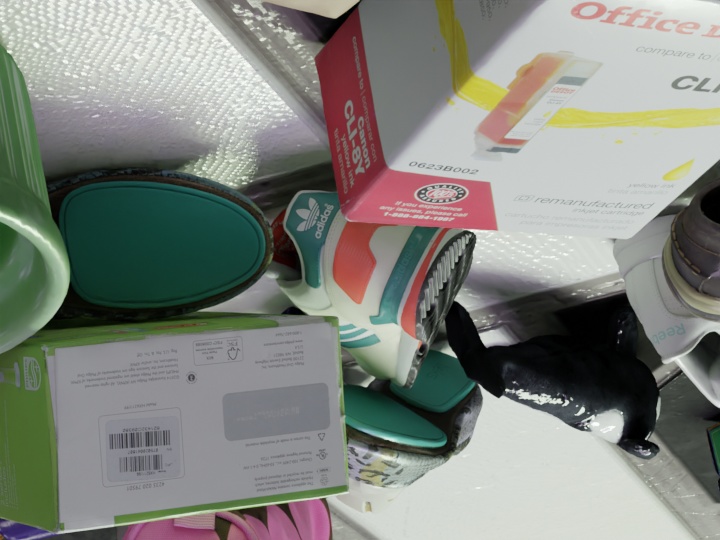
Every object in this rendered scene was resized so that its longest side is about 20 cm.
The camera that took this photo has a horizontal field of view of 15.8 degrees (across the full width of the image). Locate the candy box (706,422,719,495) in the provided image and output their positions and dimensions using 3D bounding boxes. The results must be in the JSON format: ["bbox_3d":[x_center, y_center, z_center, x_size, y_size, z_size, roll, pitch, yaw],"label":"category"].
[{"bbox_3d":[0.339,0.101,1.558,0.169,0.077,0.200,9,150,-36],"label":"candy box"}]

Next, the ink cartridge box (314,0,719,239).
[{"bbox_3d":[0.089,-0.094,1.039,0.145,0.084,0.200,4,153,-25],"label":"ink cartridge box"}]

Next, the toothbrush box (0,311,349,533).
[{"bbox_3d":[-0.115,0.065,1.216,0.145,0.086,0.200,-5,-176,-29],"label":"toothbrush box"}]

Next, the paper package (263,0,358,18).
[{"bbox_3d":[-0.030,-0.179,0.790,0.190,0.104,0.200,10,151,-35],"label":"paper package"}]

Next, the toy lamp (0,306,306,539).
[{"bbox_3d":[-0.108,0.086,1.370,0.200,0.058,0.058,-28,151,13],"label":"toy lamp"}]

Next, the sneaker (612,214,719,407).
[{"bbox_3d":[0.206,0.038,1.362,0.200,0.089,0.075,16,145,-43],"label":"sneaker"}]

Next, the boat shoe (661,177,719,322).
[{"bbox_3d":[0.247,-0.023,1.258,0.200,0.075,0.073,-12,150,-6],"label":"boat shoe"}]

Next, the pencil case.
[{"bbox_3d":[-0.069,0.142,1.333,0.091,0.094,0.200,17,-175,6],"label":"pencil case"}]

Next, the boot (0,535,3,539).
[{"bbox_3d":[-0.234,0.137,1.483,0.155,0.077,0.200,-9,149,-8],"label":"boot"}]

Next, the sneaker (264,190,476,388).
[{"bbox_3d":[0.000,0.000,1.262,0.093,0.070,0.200,27,170,4],"label":"sneaker"}]

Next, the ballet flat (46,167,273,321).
[{"bbox_3d":[-0.141,-0.009,1.197,0.200,0.074,0.074,-3,156,-6],"label":"ballet flat"}]

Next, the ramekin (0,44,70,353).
[{"bbox_3d":[-0.222,-0.032,1.061,0.200,0.098,0.200,-7,156,-3],"label":"ramekin"}]

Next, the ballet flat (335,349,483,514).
[{"bbox_3d":[0.016,0.091,1.348,0.072,0.072,0.200,-17,-178,18],"label":"ballet flat"}]

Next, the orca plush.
[{"bbox_3d":[0.116,0.043,1.407,0.200,0.071,0.105,24,-175,-44],"label":"orca plush"}]

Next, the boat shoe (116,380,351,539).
[{"bbox_3d":[-0.059,0.120,1.492,0.068,0.072,0.200,18,138,-42],"label":"boat shoe"}]
